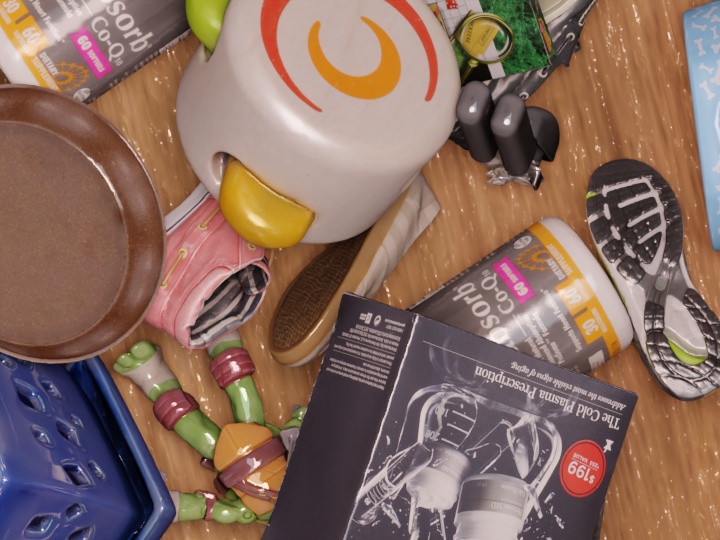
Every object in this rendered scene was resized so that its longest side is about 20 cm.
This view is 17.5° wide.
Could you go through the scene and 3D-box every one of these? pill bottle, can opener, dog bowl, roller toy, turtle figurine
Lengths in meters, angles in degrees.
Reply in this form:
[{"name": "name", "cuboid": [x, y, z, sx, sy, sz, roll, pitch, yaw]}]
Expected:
[{"name": "pill bottle", "cuboid": [-0.179, -0.205, 1.704, 0.199, 0.116, 0.117, -35, 92, -3]}, {"name": "pill bottle", "cuboid": [0.092, 0.058, 1.729, 0.199, 0.116, 0.117, -34, 92, -4]}, {"name": "can opener", "cuboid": [0.105, -0.102, 1.696, 0.052, 0.200, 0.067, 19, 85, 13]}, {"name": "dog bowl", "cuboid": [0.276, -0.107, 1.751, 0.049, 0.111, 0.201, -7, 91, 10]}, {"name": "roller toy", "cuboid": [-0.032, -0.117, 1.657, 0.181, 0.140, 0.201, -7, 65, -31]}, {"name": "turtle figurine", "cuboid": [-0.103, 0.123, 1.689, 0.199, 0.144, 0.195, -16, 68, -44]}]

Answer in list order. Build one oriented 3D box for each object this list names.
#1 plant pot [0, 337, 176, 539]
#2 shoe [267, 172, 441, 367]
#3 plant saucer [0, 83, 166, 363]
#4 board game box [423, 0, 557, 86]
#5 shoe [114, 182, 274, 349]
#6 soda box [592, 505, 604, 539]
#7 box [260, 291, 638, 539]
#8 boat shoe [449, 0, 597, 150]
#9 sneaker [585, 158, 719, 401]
[{"name": "plant pot", "cuboid": [-0.254, 0.159, 1.632, 0.179, 0.200, 0.200, 16, 120, -42]}, {"name": "shoe", "cuboid": [0.000, 0.000, 1.723, 0.053, 0.070, 0.200, 49, 56, -26]}, {"name": "plant saucer", "cuboid": [-0.229, -0.029, 1.619, 0.199, 0.034, 0.202, 12, 67, -29]}, {"name": "board game box", "cuboid": [0.061, -0.229, 1.673, 0.104, 0.023, 0.201, -13, 113, 23]}, {"name": "shoe", "cuboid": [-0.086, -0.024, 1.705, 0.091, 0.072, 0.200, 32, 62, 32]}, {"name": "soda box", "cuboid": [0.076, 0.190, 1.721, 0.199, 0.063, 0.071, -10, 130, -16]}, {"name": "box", "cuboid": [0.062, 0.135, 1.592, 0.199, 0.104, 0.183, 20, 88, -31]}, {"name": "boat shoe", "cuboid": [0.130, -0.170, 1.761, 0.200, 0.074, 0.066, -50, 129, -7]}, {"name": "sneaker", "cuboid": [0.217, 0.012, 1.763, 0.073, 0.081, 0.201, -14, 72, -6]}]
